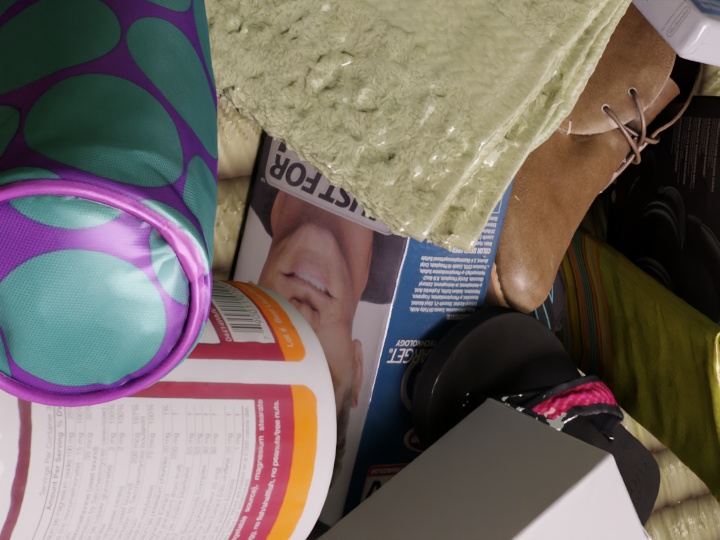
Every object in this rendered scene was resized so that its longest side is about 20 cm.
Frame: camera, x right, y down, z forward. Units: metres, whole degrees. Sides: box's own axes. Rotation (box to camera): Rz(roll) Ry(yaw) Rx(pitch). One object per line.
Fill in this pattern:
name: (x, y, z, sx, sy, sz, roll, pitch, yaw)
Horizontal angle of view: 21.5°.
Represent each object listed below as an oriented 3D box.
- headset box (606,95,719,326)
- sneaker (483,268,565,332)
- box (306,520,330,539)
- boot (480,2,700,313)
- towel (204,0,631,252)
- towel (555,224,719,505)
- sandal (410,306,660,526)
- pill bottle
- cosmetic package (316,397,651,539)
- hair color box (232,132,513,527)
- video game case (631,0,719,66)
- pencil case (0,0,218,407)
headset box: (0.184, -0.006, 0.883, 0.077, 0.200, 0.150, 2, 96, -13)
sneaker: (0.069, 0.042, 0.918, 0.079, 0.075, 0.201, -21, 120, -40)
box: (-0.052, 0.135, 0.812, 0.199, 0.119, 0.042, -18, 119, -38)
boot: (0.103, -0.066, 0.852, 0.074, 0.075, 0.201, 58, 44, -51)
towel: (-0.004, -0.114, 0.729, 0.200, 0.036, 0.149, 36, 81, 0)
towel: (0.126, 0.034, 0.884, 0.018, 0.200, 0.087, -17, 112, -11)
sandal: (0.092, 0.077, 0.835, 0.200, 0.045, 0.075, 38, 79, -45)
pill bottle: (-0.115, 0.054, 0.641, 0.199, 0.109, 0.110, 4, 105, -39)
cosmetic package: (0.021, 0.156, 0.730, 0.200, 0.085, 0.108, -37, 121, -23)
hair color box: (0.000, 0.000, 0.816, 0.060, 0.100, 0.201, 1, 107, -45)
video game case: (0.158, -0.147, 0.852, 0.199, 0.183, 0.022, 4, 132, -44)
pencil case: (-0.094, -0.048, 0.613, 0.092, 0.200, 0.085, -17, 127, 7)
